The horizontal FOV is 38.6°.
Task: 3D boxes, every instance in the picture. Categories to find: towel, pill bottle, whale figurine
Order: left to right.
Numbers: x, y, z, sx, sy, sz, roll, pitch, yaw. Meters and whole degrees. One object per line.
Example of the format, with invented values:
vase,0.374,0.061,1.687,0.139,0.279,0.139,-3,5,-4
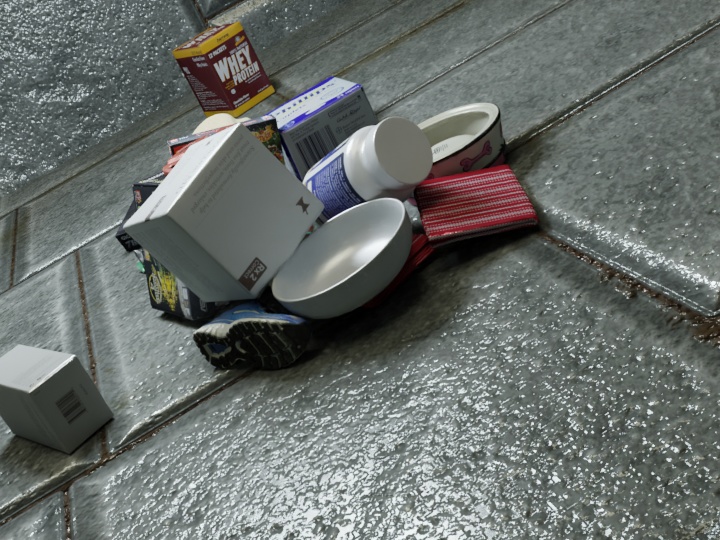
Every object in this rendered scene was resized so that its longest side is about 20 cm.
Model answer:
whale figurine,-0.269,-0.246,2.160,0.198,0.104,0.160,24,71,35
towel,0.000,0.000,1.395,0.144,0.023,0.199,-43,24,-27
pill bottle,0.009,-0.129,1.415,0.116,0.116,0.199,-43,7,-33
towel,0.148,-0.088,1.363,0.142,0.023,0.201,-12,25,2

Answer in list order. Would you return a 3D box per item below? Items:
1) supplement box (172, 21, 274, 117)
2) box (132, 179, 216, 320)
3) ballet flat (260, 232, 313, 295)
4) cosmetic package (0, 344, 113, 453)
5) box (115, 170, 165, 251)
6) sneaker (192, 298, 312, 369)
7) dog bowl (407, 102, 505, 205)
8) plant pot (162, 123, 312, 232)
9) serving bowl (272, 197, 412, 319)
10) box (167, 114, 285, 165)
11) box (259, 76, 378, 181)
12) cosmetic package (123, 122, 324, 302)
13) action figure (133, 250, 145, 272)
supplement box,-0.359,-0.520,2.685,0.132,0.202,0.196,-37,24,-23
box,-0.283,-0.035,1.563,0.049,0.203,0.160,-13,13,-35
ballet flat,-0.133,0.005,1.493,0.198,0.069,0.072,-17,44,37
cosmetic package,-0.438,0.173,1.415,0.085,0.109,0.199,-41,27,-30
box,-0.373,-0.143,2.049,0.198,0.050,0.200,-18,37,24
sneaker,-0.130,0.071,1.319,0.198,0.079,0.089,-4,35,46
dog bowl,0.130,-0.171,1.543,0.198,0.074,0.201,-24,23,11
plant pot,-0.206,-0.113,1.644,0.198,0.197,0.201,-23,22,10
serving bowl,-0.014,-0.004,1.302,0.198,0.066,0.201,-28,24,13
box,-0.235,-0.188,1.853,0.197,0.138,0.038,-17,24,-13
box,-0.081,-0.275,1.969,0.183,0.106,0.200,-31,22,-9
cosmetic package,-0.188,-0.071,1.396,0.166,0.165,0.199,-54,21,-21
action figure,-0.314,-0.069,1.869,0.199,0.055,0.118,-35,20,-27
